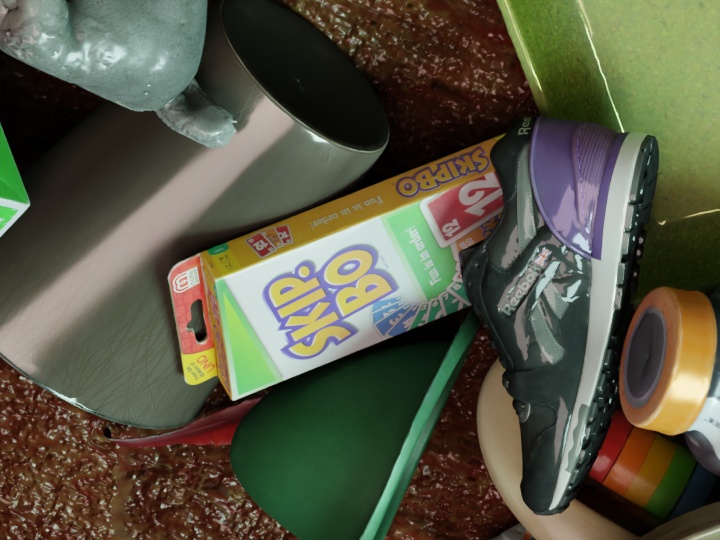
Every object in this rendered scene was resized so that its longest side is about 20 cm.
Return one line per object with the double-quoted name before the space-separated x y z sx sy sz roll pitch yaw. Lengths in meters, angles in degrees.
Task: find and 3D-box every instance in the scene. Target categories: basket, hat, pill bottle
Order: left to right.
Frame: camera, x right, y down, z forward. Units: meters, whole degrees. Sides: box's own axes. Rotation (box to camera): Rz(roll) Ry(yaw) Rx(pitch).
"basket" -0.091 -0.036 1.541 0.180 0.136 0.200 23 122 -37
"hat" -0.054 0.075 1.577 0.176 0.166 0.200 25 116 5
"pill bottle" 0.232 0.060 1.486 0.200 0.106 0.106 11 123 -17

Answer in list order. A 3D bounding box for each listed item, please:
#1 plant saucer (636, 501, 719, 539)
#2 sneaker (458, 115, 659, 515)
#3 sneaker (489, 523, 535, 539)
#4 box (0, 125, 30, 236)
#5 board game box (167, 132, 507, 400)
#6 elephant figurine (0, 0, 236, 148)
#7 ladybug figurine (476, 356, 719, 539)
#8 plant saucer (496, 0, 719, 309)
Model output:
"plant saucer" 0.196 0.173 1.507 0.200 0.030 0.200 -8 140 -7
"sneaker" 0.090 0.021 1.496 0.087 0.076 0.201 12 101 13
"sneaker" 0.154 0.188 1.632 0.199 0.078 0.077 6 124 11
"box" -0.281 -0.065 1.540 0.097 0.200 0.176 12 135 -46
"board game box" 0.000 0.000 1.520 0.200 0.030 0.096 -20 139 -12
"elephant figurine" -0.113 -0.189 1.421 0.141 0.155 0.200 28 93 38
"ladybug figurine" 0.149 0.111 1.571 0.200 0.136 0.072 34 158 3
"plant saucer" 0.191 -0.095 1.483 0.199 0.048 0.200 -13 113 21
